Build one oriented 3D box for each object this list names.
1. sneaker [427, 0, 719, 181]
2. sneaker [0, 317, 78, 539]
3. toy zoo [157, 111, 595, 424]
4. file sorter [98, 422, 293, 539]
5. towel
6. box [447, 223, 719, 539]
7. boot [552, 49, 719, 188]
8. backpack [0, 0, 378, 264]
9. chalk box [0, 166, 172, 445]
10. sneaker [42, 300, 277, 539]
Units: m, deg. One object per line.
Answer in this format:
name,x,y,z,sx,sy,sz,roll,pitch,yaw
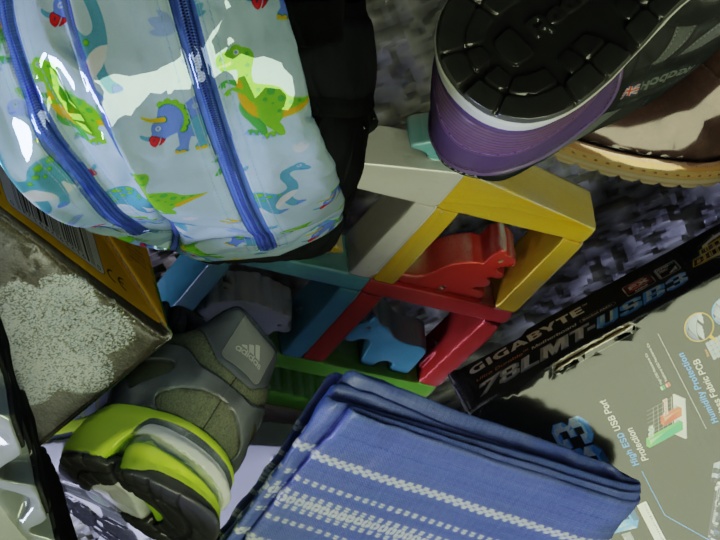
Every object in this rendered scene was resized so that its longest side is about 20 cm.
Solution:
sneaker,0.103,-0.102,0.976,0.200,0.076,0.088,-31,164,-17
sneaker,-0.143,0.093,0.944,0.088,0.074,0.200,-17,124,-3
toy zoo,0.000,0.000,1.062,0.131,0.021,0.200,13,142,-26
file sorter,-0.003,0.157,1.150,0.199,0.125,0.139,5,137,-21
towel,-0.004,0.126,1.021,0.145,0.024,0.200,20,122,-30
box,0.165,0.080,1.064,0.198,0.050,0.200,-29,109,2
boot,0.156,-0.120,1.036,0.199,0.072,0.167,-2,117,-14
backpack,-0.056,-0.078,0.872,0.153,0.200,0.164,-8,92,-12
chalk box,-0.188,0.016,0.991,0.200,0.124,0.124,-38,130,16
sneaker,-0.081,0.056,1.037,0.074,0.200,0.081,40,73,-19
